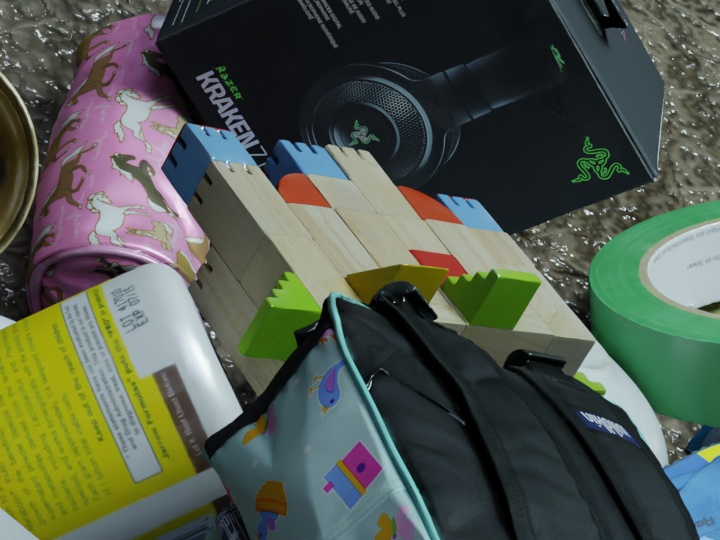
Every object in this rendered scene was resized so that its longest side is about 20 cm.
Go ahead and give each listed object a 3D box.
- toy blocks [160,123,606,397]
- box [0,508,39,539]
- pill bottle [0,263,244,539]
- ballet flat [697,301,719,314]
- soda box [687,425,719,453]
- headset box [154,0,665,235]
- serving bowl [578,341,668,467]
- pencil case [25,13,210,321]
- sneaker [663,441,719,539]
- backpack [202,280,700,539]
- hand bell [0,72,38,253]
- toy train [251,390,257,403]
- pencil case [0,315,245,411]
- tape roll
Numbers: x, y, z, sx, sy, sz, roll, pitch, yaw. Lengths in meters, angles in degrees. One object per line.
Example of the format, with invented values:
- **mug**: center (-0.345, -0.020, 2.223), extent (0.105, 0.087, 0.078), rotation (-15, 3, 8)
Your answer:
- **toy blocks**: center (0.000, 0.000, 1.049), extent (0.200, 0.100, 0.137), rotation (7, 33, -40)
- **box**: center (-0.103, 0.203, 0.875), extent (0.200, 0.156, 0.041), rotation (37, 14, 12)
- **pill bottle**: center (-0.142, 0.083, 0.964), extent (0.200, 0.109, 0.109), rotation (-24, 55, -4)
- **ballet flat**: center (0.261, 0.047, 1.351), extent (0.200, 0.071, 0.071), rotation (34, 38, 6)
- **soda box**: center (0.271, 0.122, 1.275), extent (0.200, 0.064, 0.068), rotation (41, 40, 14)
- **headset box**: center (0.035, -0.102, 1.215), extent (0.174, 0.200, 0.093), rotation (57, 26, -27)
- **serving bowl**: center (0.065, 0.050, 1.169), extent (0.200, 0.066, 0.200), rotation (28, 17, -9)
- **pencil case**: center (-0.108, -0.043, 1.208), extent (0.200, 0.083, 0.087), rotation (-87, 154, -49)
- **sneaker**: center (0.140, 0.127, 1.084), extent (0.200, 0.066, 0.078), rotation (-21, 22, -34)
- **backpack**: center (0.042, 0.123, 0.836), extent (0.176, 0.153, 0.200), rotation (27, 15, -37)
- **hand bell**: center (-0.182, -0.043, 1.118), extent (0.104, 0.104, 0.200), rotation (30, 0, 1)
- **toy train**: center (0.032, 0.098, 1.168), extent (0.200, 0.046, 0.034), rotation (29, 16, -6)
- **pencil case**: center (-0.119, 0.072, 1.064), extent (0.200, 0.091, 0.083), rotation (22, 38, -11)
- **tape roll**: center (0.216, 0.018, 1.262), extent (0.200, 0.048, 0.200), rotation (-5, 23, 2)
